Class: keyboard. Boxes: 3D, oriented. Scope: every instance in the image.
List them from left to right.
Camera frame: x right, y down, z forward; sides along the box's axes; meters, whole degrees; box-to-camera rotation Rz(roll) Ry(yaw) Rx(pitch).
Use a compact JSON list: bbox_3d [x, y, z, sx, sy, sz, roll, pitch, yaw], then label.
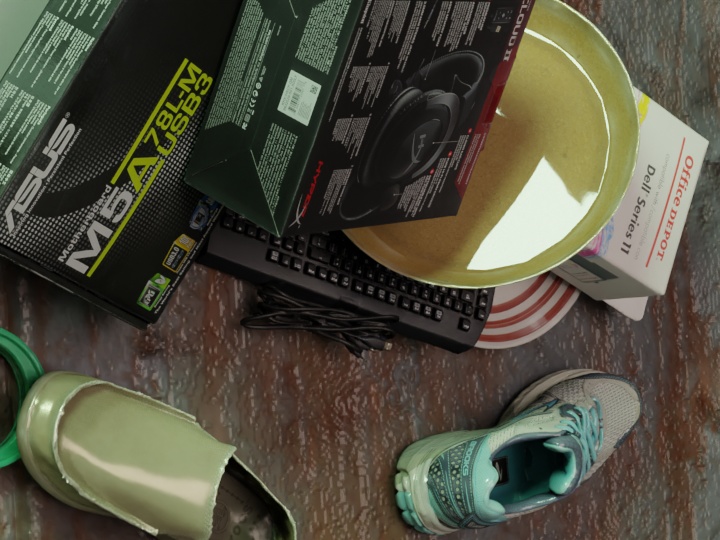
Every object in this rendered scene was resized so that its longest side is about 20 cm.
[{"bbox_3d":[0.000,0.000,1.513,0.199,0.040,0.105,19,77,-26],"label":"keyboard"}]

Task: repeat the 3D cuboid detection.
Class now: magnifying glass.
[{"bbox_3d":[-0.253,0.059,1.336,0.199,0.022,0.080,14,78,-40],"label":"magnifying glass"}]

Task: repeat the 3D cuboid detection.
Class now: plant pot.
[{"bbox_3d":[0.068,-0.079,1.516,0.028,0.199,0.201,77,29,-70],"label":"plant pot"}]

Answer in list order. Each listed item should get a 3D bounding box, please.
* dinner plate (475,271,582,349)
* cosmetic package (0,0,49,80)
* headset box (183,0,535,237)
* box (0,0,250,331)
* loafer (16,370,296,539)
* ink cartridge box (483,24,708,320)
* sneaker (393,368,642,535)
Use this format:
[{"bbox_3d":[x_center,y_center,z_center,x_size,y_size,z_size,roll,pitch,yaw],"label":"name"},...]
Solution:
[{"bbox_3d":[0.079,-0.050,1.614,0.199,0.024,0.201,4,83,-39],"label":"dinner plate"},{"bbox_3d":[-0.183,-0.132,1.363,0.200,0.090,0.107,-38,113,-38],"label":"cosmetic package"},{"bbox_3d":[0.009,-0.106,1.398,0.200,0.077,0.149,-11,125,-56],"label":"headset box"},{"bbox_3d":[-0.118,-0.082,1.340,0.201,0.047,0.193,-58,154,-2],"label":"box"},{"bbox_3d":[-0.107,0.113,1.412,0.200,0.068,0.076,34,63,-40],"label":"loafer"},{"bbox_3d":[0.150,-0.058,1.615,0.200,0.067,0.118,31,68,-33],"label":"ink cartridge box"},{"bbox_3d":[0.120,0.119,1.595,0.200,0.086,0.078,-25,103,-38],"label":"sneaker"}]
